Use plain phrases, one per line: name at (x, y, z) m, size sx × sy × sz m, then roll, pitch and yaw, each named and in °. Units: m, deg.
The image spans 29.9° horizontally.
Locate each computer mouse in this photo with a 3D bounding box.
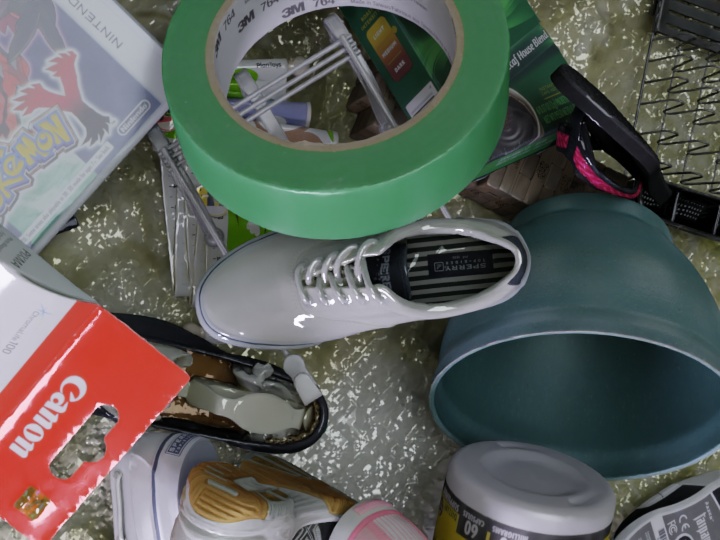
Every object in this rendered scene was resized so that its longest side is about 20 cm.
computer mouse at (0.248, 0.184, 0.994) m, size 0.198 × 0.044 × 0.111 m, roll -21°, pitch 100°, yaw -26°

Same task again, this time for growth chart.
growth chart at (-0.070, -0.046, 0.895) m, size 0.143 × 0.018 × 0.203 m, roll -11°, pitch 93°, yaw -20°

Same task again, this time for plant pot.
plant pot at (0.150, 0.035, 0.896) m, size 0.198 × 0.200 × 0.136 m, roll 21°, pitch 56°, yaw -18°

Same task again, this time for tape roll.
tape roll at (-0.013, -0.115, 0.775) m, size 0.198 × 0.048 × 0.203 m, roll -2°, pitch 58°, yaw 3°

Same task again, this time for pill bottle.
pill bottle at (0.093, 0.223, 0.878) m, size 0.110 × 0.111 × 0.203 m, roll 4°, pitch 106°, yaw -20°

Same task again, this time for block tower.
block tower at (0.086, -0.081, 0.936) m, size 0.198 × 0.058 × 0.055 m, roll 26°, pitch 79°, yaw -16°

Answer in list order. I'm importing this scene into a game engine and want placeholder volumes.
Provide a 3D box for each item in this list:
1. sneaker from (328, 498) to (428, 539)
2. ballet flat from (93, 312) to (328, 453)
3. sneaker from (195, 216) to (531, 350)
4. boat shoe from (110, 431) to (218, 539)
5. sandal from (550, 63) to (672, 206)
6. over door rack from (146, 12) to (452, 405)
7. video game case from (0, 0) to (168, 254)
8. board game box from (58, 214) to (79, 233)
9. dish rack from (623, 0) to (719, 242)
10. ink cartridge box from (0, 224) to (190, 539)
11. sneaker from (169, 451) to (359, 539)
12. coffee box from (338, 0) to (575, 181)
sneaker at (0.013, 0.252, 0.829) m, size 0.075 × 0.104 × 0.202 m, roll -6°, pitch 117°, yaw -45°
ballet flat at (-0.108, 0.073, 0.847) m, size 0.198 × 0.073 × 0.074 m, roll 17°, pitch 82°, yaw -19°
sneaker at (0.000, 0.000, 0.769) m, size 0.197 × 0.071 × 0.074 m, roll -12°, pitch 83°, yaw 1°
boat shoe at (-0.121, 0.194, 0.842) m, size 0.065 × 0.073 × 0.203 m, roll 5°, pitch 103°, yaw 22°
sandal at (0.157, -0.072, 0.860) m, size 0.045 × 0.200 × 0.075 m, roll -40°, pitch 66°, yaw 9°
over door rack at (-0.024, -0.036, 0.843) m, size 0.147 × 0.067 × 0.201 m, roll -32°, pitch 84°, yaw -2°
video game case at (-0.228, -0.103, 0.788) m, size 0.182 × 0.023 × 0.200 m, roll 43°, pitch 80°, yaw -12°
board game box at (-0.268, -0.098, 0.812) m, size 0.134 × 0.035 × 0.202 m, roll -22°, pitch 95°, yaw -20°
dish rack at (0.274, -0.119, 1.007) m, size 0.152 × 0.054 × 0.203 m, roll 14°, pitch 85°, yaw -20°
ink cartridge box at (-0.224, 0.059, 0.767) m, size 0.200 × 0.057 × 0.163 m, roll 41°, pitch 109°, yaw -6°
sneaker at (-0.065, 0.164, 0.818) m, size 0.075 × 0.200 × 0.089 m, roll 23°, pitch 92°, yaw 23°
coffee box at (0.058, -0.162, 0.889) m, size 0.122 × 0.044 × 0.201 m, roll -23°, pitch 78°, yaw -38°
